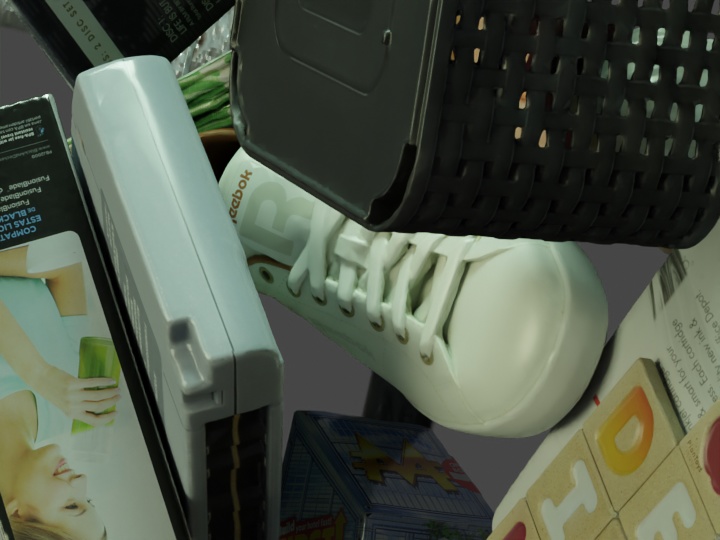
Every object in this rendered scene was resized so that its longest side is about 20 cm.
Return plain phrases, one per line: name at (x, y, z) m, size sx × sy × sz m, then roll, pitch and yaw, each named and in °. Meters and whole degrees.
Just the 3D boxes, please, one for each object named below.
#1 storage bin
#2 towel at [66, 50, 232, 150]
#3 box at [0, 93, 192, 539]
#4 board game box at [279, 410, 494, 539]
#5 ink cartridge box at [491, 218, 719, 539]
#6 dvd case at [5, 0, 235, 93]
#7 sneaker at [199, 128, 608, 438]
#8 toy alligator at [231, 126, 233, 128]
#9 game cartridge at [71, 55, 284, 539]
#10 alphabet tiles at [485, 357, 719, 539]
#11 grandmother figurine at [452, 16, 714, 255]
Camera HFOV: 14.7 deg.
storage bin at (0.039, -0.115, 0.738) m, size 0.135 × 0.094 × 0.200 m, roll -147°, pitch 63°, yaw -63°
towel at (-0.043, -0.074, 1.055) m, size 0.200 × 0.153 × 0.023 m, roll -21°, pitch 100°, yaw 52°
box at (-0.105, 0.055, 0.951) m, size 0.117 × 0.060 × 0.200 m, roll 112°, pitch 141°, yaw -72°
board game box at (0.017, 0.149, 0.959) m, size 0.200 × 0.062 × 0.200 m, roll -6°, pitch 77°, yaw 58°
ink cartridge box at (0.127, 0.048, 0.803) m, size 0.200 × 0.067 × 0.116 m, roll -58°, pitch 38°, yaw 32°
dvd case at (-0.054, -0.166, 0.970) m, size 0.200 × 0.149 × 0.016 m, roll -43°, pitch 44°, yaw -8°
sneaker at (0.000, 0.000, 0.899) m, size 0.200 × 0.085 × 0.073 m, roll 28°, pitch 100°, yaw 58°
toy alligator at (0.003, -0.024, 1.037) m, size 0.200 × 0.054 × 0.059 m, roll 27°, pitch 100°, yaw 58°
game cartridge at (-0.062, 0.021, 0.937) m, size 0.200 × 0.040 × 0.133 m, roll 95°, pitch 152°, yaw -60°
alphabet tiles at (0.072, 0.129, 0.797) m, size 0.200 × 0.006 × 0.166 m, roll -54°, pitch 40°, yaw 36°
grandmother figurine at (0.071, -0.053, 0.874) m, size 0.061 × 0.121 × 0.200 m, roll -45°, pitch 13°, yaw -2°
